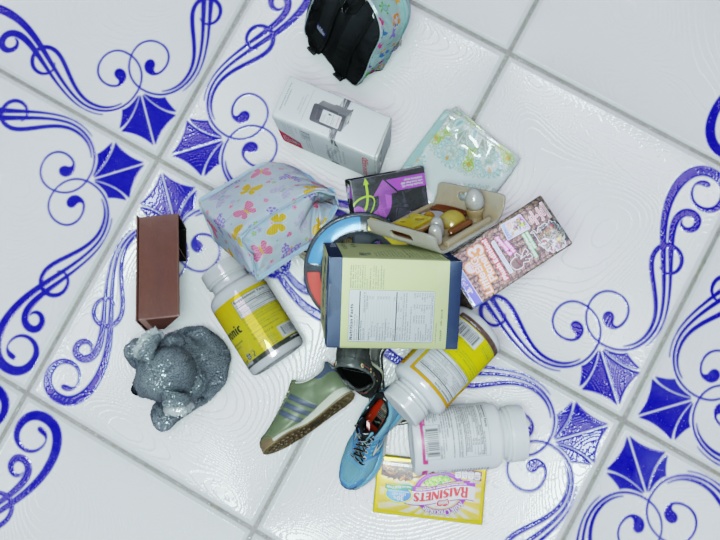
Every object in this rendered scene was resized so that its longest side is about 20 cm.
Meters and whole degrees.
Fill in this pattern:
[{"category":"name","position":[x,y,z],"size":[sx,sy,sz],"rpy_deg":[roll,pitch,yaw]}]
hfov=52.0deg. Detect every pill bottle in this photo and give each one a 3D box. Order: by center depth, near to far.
[{"category":"pill bottle","position":[0.134,0.163,1.244],"size":[0.200,0.109,0.109],"rpy_deg":[-43,85,-13]},{"category":"pill bottle","position":[0.185,0.290,1.285],"size":[0.197,0.113,0.115],"rpy_deg":[-4,85,-2]},{"category":"pill bottle","position":[-0.199,0.076,1.324],"size":[0.111,0.111,0.201],"rpy_deg":[-33,84,-1]}]

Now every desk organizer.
[{"category":"desk organizer","position":[-0.358,0.003,1.333],"size":[0.076,0.072,0.202],"rpy_deg":[-5,69,-1]}]

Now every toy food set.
[{"category":"toy food set","position":[0.126,-0.096,1.214],"size":[0.143,0.199,0.061],"rpy_deg":[18,124,40]}]

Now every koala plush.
[{"category":"koala plush","position":[-0.326,0.173,1.275],"size":[0.182,0.200,0.179],"rpy_deg":[-25,84,0]}]

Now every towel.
[{"category":"towel","position":[0.174,-0.179,1.364],"size":[0.171,0.048,0.201],"rpy_deg":[38,88,6]}]

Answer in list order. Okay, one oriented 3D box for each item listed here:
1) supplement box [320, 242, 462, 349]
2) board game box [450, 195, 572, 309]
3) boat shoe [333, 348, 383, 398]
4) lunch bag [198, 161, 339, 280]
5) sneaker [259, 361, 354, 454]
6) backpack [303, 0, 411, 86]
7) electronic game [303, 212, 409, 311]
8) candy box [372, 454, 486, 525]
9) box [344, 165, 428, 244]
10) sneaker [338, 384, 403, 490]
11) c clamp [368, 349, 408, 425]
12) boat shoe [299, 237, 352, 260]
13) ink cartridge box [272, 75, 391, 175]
[{"category":"supplement box","position":[0.040,0.035,1.162],"size":[0.197,0.200,0.136],"rpy_deg":[2,98,-6]},{"category":"board game box","position":[0.245,-0.023,1.291],"size":[0.199,0.159,0.097],"rpy_deg":[-33,84,-1]},{"category":"boat shoe","position":[-0.005,0.176,1.253],"size":[0.073,0.202,0.064],"rpy_deg":[5,61,12]},{"category":"lunch bag","position":[-0.153,-0.100,1.297],"size":[0.199,0.128,0.169],"rpy_deg":[-37,45,-20]},{"category":"sneaker","position":[-0.109,0.242,1.334],"size":[0.199,0.067,0.090],"rpy_deg":[-36,63,8]},{"category":"backpack","position":[-0.001,-0.458,1.322],"size":[0.150,0.200,0.178],"rpy_deg":[-40,83,-22]},{"category":"electronic game","position":[0.000,0.000,1.276],"size":[0.197,0.042,0.203],"rpy_deg":[0,102,-2]},{"category":"candy box","position":[0.124,0.392,1.325],"size":[0.197,0.026,0.104],"rpy_deg":[5,87,3]},{"category":"box","position":[0.057,-0.074,1.317],"size":[0.141,0.036,0.202],"rpy_deg":[-13,104,-15]},{"category":"sneaker","position":[0.008,0.289,1.293],"size":[0.078,0.090,0.202],"rpy_deg":[27,94,28]},{"category":"c clamp","position":[0.093,0.182,1.344],"size":[0.169,0.027,0.203],"rpy_deg":[2,86,4]},{"category":"boat shoe","position":[-0.020,-0.040,1.350],"size":[0.197,0.065,0.072],"rpy_deg":[-4,85,1]},{"category":"ink cartridge box","position":[-0.045,-0.253,1.330],"size":[0.198,0.145,0.084],"rpy_deg":[23,84,4]}]
